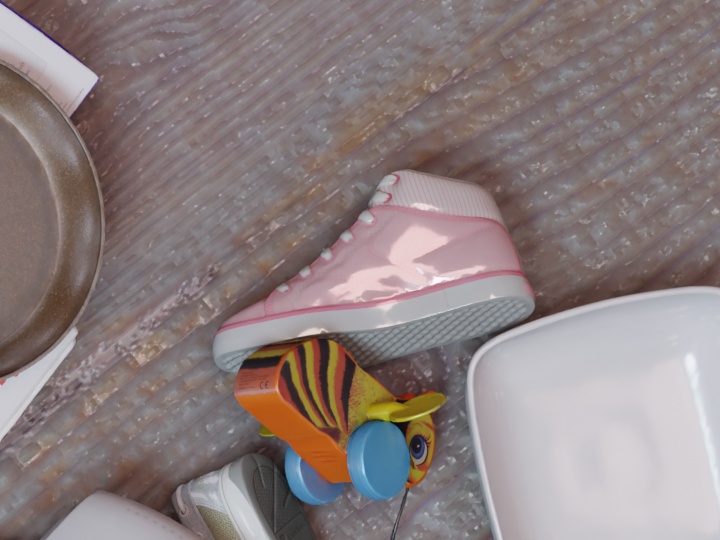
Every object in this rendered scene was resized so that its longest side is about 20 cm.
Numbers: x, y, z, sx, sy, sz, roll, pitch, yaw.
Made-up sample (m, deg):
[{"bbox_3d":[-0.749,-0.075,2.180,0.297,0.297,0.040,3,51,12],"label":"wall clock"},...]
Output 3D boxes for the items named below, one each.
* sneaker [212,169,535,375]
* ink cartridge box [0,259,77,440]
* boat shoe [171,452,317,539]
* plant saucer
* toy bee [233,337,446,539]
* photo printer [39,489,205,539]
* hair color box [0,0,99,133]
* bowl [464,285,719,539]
[{"bbox_3d":[0.000,0.000,1.516,0.200,0.075,0.105,-13,68,-1],"label":"sneaker"},{"bbox_3d":[-0.287,0.029,1.417,0.200,0.084,0.145,43,65,-15],"label":"ink cartridge box"},{"bbox_3d":[-0.048,0.212,1.487,0.065,0.074,0.202,-24,92,24],"label":"boat shoe"},{"bbox_3d":[-0.242,-0.030,1.386,0.200,0.032,0.201,6,78,-29],"label":"plant saucer"},{"bbox_3d":[0.000,0.099,1.496,0.131,0.200,0.109,8,49,23],"label":"toy bee"},{"bbox_3d":[-0.142,0.229,1.381,0.166,0.069,0.200,37,58,11],"label":"photo printer"},{"bbox_3d":[-0.266,-0.131,1.431,0.200,0.065,0.109,37,91,-33],"label":"hair color box"},{"bbox_3d":[0.166,0.118,1.529,0.200,0.075,0.200,-12,87,-11],"label":"bowl"}]
